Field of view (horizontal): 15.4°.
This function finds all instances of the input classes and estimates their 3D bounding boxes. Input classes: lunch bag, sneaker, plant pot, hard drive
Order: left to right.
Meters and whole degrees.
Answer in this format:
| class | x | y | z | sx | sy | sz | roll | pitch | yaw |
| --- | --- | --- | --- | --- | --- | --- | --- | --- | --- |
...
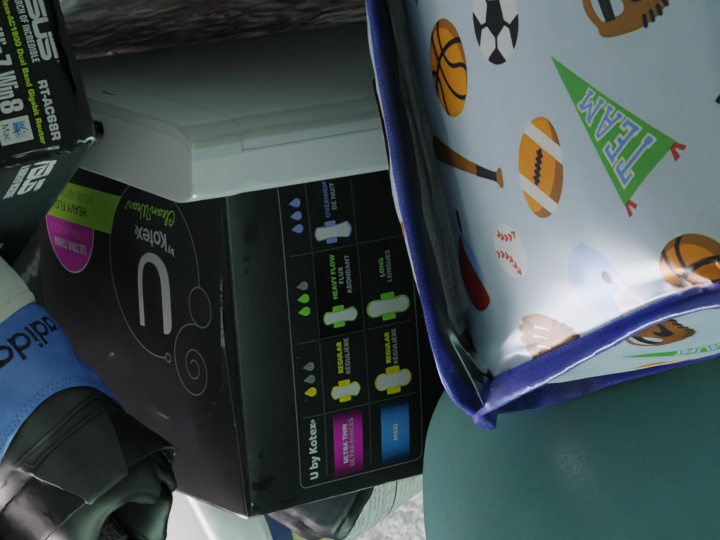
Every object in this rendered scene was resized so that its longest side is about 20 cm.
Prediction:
| class | x | y | z | sx | sy | sz | roll | pitch | yaw |
| --- | --- | --- | --- | --- | --- | --- | --- | --- | --- |
| sneaker | -0.122 | 0.069 | 0.911 | 0.077 | 0.111 | 0.200 | -39 | 180 | -24 |
| hard drive | -0.005 | -0.058 | 0.889 | 0.199 | 0.026 | 0.132 | -11 | -162 | -33 |
| lunch bag | 0.066 | -0.054 | 0.735 | 0.123 | 0.171 | 0.200 | -9 | 172 | -26 |
| plant pot | 0.114 | 0.087 | 0.871 | 0.200 | 0.161 | 0.201 | -25 | 148 | -17 |

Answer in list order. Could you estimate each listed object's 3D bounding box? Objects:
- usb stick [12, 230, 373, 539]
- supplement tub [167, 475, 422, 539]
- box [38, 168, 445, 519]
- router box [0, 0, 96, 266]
| class | x | y | z | sx | sy | sz | roll | pitch | yaw |
| --- | --- | --- | --- | --- | --- | --- | --- | --- | --- |
| usb stick | -0.079 | 0.038 | 1.058 | 0.056 | 0.199 | 0.033 | -58 | -172 | -7 |
| supplement tub | -0.024 | 0.046 | 1.178 | 0.200 | 0.145 | 0.144 | -35 | -179 | -26 |
| box | 0.000 | 0.000 | 0.979 | 0.199 | 0.125 | 0.148 | -12 | -166 | -32 |
| router box | -0.176 | -0.026 | 0.824 | 0.149 | 0.063 | 0.200 | -15 | 172 | -19 |
